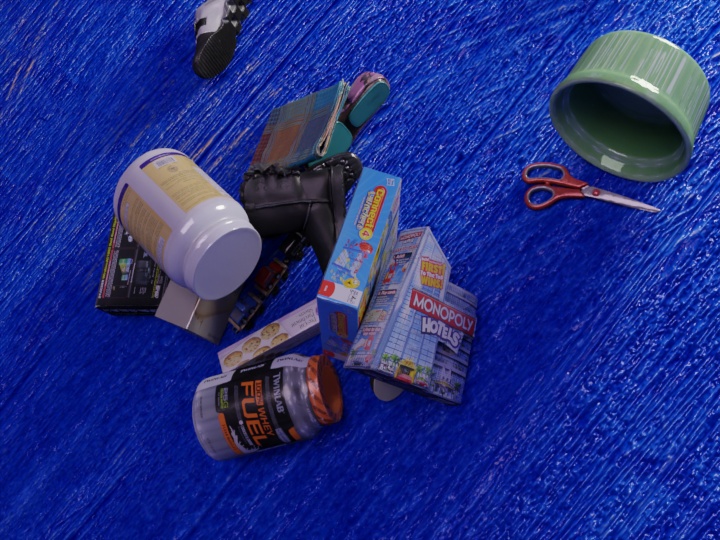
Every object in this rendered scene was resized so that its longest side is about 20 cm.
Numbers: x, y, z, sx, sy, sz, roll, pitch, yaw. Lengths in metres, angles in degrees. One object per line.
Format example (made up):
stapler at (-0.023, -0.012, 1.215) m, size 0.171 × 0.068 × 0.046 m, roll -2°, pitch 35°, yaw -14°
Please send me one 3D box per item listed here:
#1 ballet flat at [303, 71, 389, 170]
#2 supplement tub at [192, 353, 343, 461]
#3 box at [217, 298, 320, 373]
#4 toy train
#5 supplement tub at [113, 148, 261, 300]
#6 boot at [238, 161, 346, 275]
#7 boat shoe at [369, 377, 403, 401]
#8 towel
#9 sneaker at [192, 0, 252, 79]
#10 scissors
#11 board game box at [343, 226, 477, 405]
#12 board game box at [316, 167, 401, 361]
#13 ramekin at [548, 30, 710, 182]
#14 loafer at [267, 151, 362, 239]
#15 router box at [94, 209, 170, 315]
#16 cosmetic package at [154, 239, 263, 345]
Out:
ballet flat at (-0.033, -0.244, 1.271) m, size 0.201 × 0.069 × 0.071 m, roll -50°, pitch 44°, yaw -4°
supplement tub at (-0.131, 0.193, 1.115) m, size 0.196 × 0.123 × 0.125 m, roll -18°, pitch 65°, yaw 15°
box at (-0.127, 0.103, 1.192) m, size 0.197 × 0.039 × 0.042 m, roll -28°, pitch 65°, yaw 10°
toy train at (-0.143, 0.014, 1.227) m, size 0.034 × 0.046 × 0.202 m, roll 34°, pitch 86°, yaw 28°
supplement tub at (-0.251, -0.067, 1.129) m, size 0.199 × 0.145 × 0.146 m, roll 41°, pitch 89°, yaw 27°
boot at (-0.099, -0.066, 1.176) m, size 0.158 × 0.073 × 0.204 m, roll -4°, pitch 96°, yaw 3°
boat shoe at (0.060, 0.085, 1.113) m, size 0.063 × 0.073 × 0.206 m, roll 16°, pitch 84°, yaw 56°
towel at (-0.106, -0.224, 1.256) m, size 0.197 × 0.022 × 0.150 m, roll -8°, pitch 56°, yaw 47°
sneaker at (-0.274, -0.439, 1.431) m, size 0.087 × 0.074 × 0.204 m, roll 10°, pitch 66°, yaw 24°
scissors at (0.325, -0.119, 1.105) m, size 0.195 × 0.014 × 0.075 m, roll 4°, pitch 71°, yaw 24°
board game box at (0.087, 0.058, 1.032) m, size 0.061 × 0.197 × 0.205 m, roll -5°, pitch 67°, yaw 50°
board game box at (0.000, 0.000, 1.067) m, size 0.055 × 0.201 × 0.199 m, roll 15°, pitch 65°, yaw 8°
ramekin at (0.360, -0.219, 1.030) m, size 0.197 × 0.201 × 0.099 m, roll 26°, pitch 74°, yaw 27°
loafer at (-0.083, -0.124, 1.237) m, size 0.199 × 0.071 × 0.069 m, roll -35°, pitch 103°, yaw 11°
router box at (-0.357, -0.026, 1.317) m, size 0.146 × 0.062 × 0.205 m, roll -1°, pitch 71°, yaw 21°
cosmetic package at (-0.236, 0.003, 1.237) m, size 0.072 × 0.103 × 0.204 m, roll 16°, pitch 79°, yaw 25°
